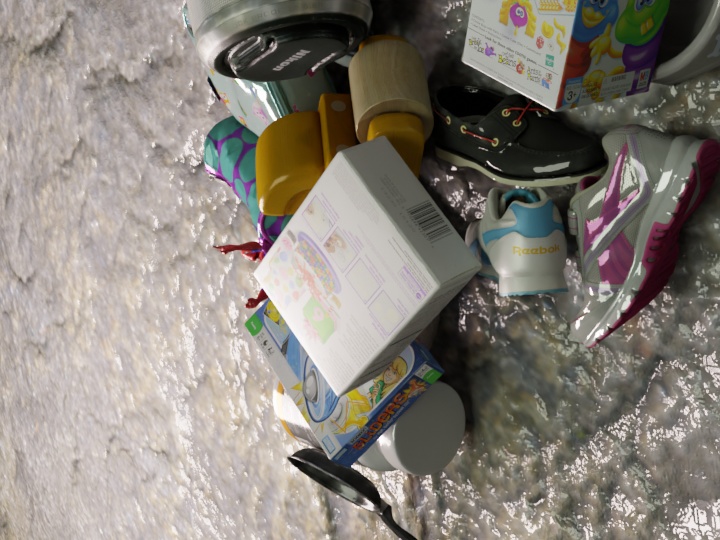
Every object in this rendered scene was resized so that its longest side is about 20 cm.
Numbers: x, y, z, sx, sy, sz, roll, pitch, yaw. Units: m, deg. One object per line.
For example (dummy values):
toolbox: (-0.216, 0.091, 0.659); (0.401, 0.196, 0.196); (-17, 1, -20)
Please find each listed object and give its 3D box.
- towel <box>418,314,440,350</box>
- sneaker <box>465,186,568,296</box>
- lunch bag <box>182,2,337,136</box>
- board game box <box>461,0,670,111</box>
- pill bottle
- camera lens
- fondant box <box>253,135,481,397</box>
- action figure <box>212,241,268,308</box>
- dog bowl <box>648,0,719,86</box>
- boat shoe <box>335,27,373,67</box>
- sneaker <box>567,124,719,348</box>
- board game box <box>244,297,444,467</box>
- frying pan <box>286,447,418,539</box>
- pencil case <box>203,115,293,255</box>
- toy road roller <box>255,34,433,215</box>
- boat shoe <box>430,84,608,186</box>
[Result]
towel: (0.020, -0.024, 1.332); (0.200, 0.034, 0.133); (43, 135, 36)
sneaker: (0.133, -0.032, 1.099); (0.200, 0.076, 0.081); (-129, 36, -79)
lunch bag: (-0.103, -0.208, 1.335); (0.200, 0.077, 0.161); (39, 162, 47)
board game box: (0.155, -0.229, 0.909); (0.105, 0.103, 0.201); (37, 131, 41)
pill bottle: (0.007, 0.142, 1.341); (0.200, 0.116, 0.117); (10, 111, 51)
camera lens: (-0.082, -0.280, 1.161); (0.160, 0.159, 0.201); (-26, 74, 54)
fondant box: (0.000, 0.000, 1.147); (0.145, 0.058, 0.200); (54, 138, 13)
action figure: (-0.092, 0.017, 1.451); (0.200, 0.099, 0.066); (34, 127, 46)
dog bowl: (0.217, -0.231, 0.963); (0.200, 0.058, 0.201); (24, 121, 48)
boat shoe: (-0.029, -0.300, 1.261); (0.091, 0.071, 0.201); (-44, 66, 53)
sneaker: (0.205, -0.032, 1.028); (0.088, 0.081, 0.201); (33, 121, 24)
board game box: (-0.020, 0.075, 1.284); (0.135, 0.034, 0.200); (-47, 50, 10)
frying pan: (0.008, 0.238, 1.362); (0.189, 0.031, 0.115); (30, 165, 2)
pencil case: (-0.100, -0.092, 1.391); (0.085, 0.092, 0.200); (53, 178, -37)
toy road roller: (-0.020, -0.114, 1.207); (0.200, 0.145, 0.123); (103, 164, -49)
boat shoe: (0.129, -0.116, 1.112); (0.201, 0.073, 0.063); (26, 131, 52)
